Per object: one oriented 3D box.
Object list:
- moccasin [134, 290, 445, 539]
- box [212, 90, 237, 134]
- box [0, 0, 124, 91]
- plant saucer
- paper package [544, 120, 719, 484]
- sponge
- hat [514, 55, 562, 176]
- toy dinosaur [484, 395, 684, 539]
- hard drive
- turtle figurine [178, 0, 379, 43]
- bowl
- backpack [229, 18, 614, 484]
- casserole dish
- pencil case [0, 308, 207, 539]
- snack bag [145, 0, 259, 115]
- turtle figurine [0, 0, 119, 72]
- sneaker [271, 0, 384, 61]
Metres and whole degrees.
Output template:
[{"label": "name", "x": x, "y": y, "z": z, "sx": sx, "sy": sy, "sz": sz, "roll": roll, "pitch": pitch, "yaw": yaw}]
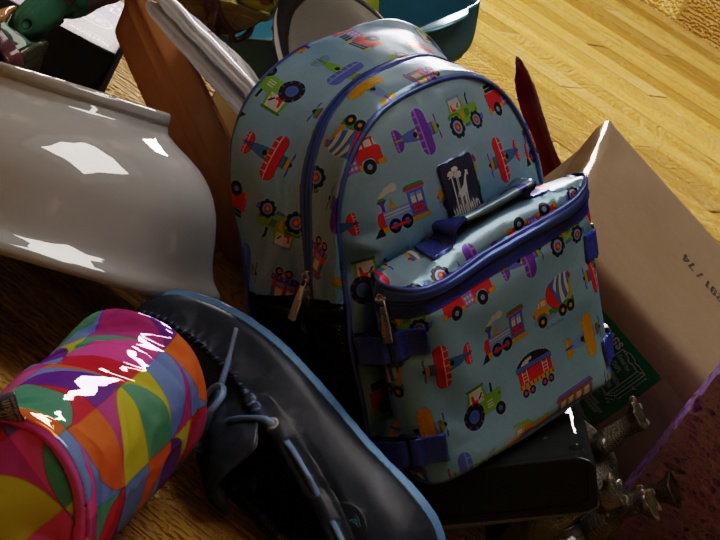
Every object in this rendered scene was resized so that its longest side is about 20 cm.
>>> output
[{"label": "moccasin", "x": -0.046, "y": 0.083, "z": 1.185, "sx": 0.200, "sy": 0.081, "sz": 0.068, "roll": 38, "pitch": 47, "yaw": 24}, {"label": "box", "x": -0.008, "y": -0.106, "z": 1.818, "sx": 0.199, "sy": 0.095, "sz": 0.078, "roll": 12, "pitch": 24, "yaw": -42}, {"label": "box", "x": -0.252, "y": -0.169, "z": 1.625, "sx": 0.199, "sy": 0.079, "sz": 0.141, "roll": 27, "pitch": 18, "yaw": -6}, {"label": "plant saucer", "x": -0.100, "y": -0.083, "z": 1.530, "sx": 0.200, "sy": 0.037, "sz": 0.201, "roll": 154, "pitch": -90, "yaw": -89}, {"label": "paper package", "x": 0.167, "y": 0.037, "z": 1.514, "sx": 0.200, "sy": 0.103, "sz": 0.191, "roll": 48, "pitch": 24, "yaw": -8}, {"label": "sponge", "x": 0.216, "y": 0.116, "z": 1.371, "sx": 0.111, "sy": 0.200, "sz": 0.030, "roll": 31, "pitch": 53, "yaw": 3}, {"label": "hat", "x": 0.174, "y": -0.005, "z": 1.656, "sx": 0.199, "sy": 0.177, "sz": 0.166, "roll": 15, "pitch": 20, "yaw": -40}, {"label": "toy dinosaur", "x": 0.108, "y": 0.124, "z": 1.343, "sx": 0.077, "sy": 0.102, "sz": 0.200, "roll": 58, "pitch": 28, "yaw": -15}, {"label": "hard drive", "x": 0.047, "y": 0.081, "z": 1.319, "sx": 0.139, "sy": 0.033, "sz": 0.200, "roll": -7, "pitch": 18, "yaw": 2}, {"label": "turtle figurine", "x": -0.080, "y": -0.179, "z": 1.590, "sx": 0.160, "sy": 0.065, "sz": 0.200, "roll": 10, "pitch": -8, "yaw": 30}, {"label": "bowl", "x": -0.155, "y": -0.052, "z": 1.302, "sx": 0.200, "sy": 0.091, "sz": 0.201, "roll": 18, "pitch": 2, "yaw": -1}, {"label": "backpack", "x": 0.027, "y": -0.018, "z": 1.245, "sx": 0.182, "sy": 0.201, "sz": 0.134, "roll": -23, "pitch": 23, "yaw": -39}, {"label": "casserole dish", "x": -0.008, "y": -0.154, "z": 1.660, "sx": 0.121, "sy": 0.039, "sz": 0.199, "roll": -26, "pitch": 26, "yaw": -38}, {"label": "pencil case", "x": -0.128, "y": 0.075, "z": 1.075, "sx": 0.088, "sy": 0.089, "sz": 0.200, "roll": 30, "pitch": 15, "yaw": 6}, {"label": "snack bag", "x": -0.032, "y": -0.065, "z": 1.424, "sx": 0.200, "sy": 0.021, "sz": 0.189, "roll": 50, "pitch": 3, "yaw": 18}, {"label": "turtle figurine", "x": -0.227, "y": -0.142, "z": 1.481, "sx": 0.149, "sy": 0.199, "sz": 0.101, "roll": 5, "pitch": -55, "yaw": 63}, {"label": "sneaker", "x": 0.017, "y": -0.088, "z": 1.495, "sx": 0.201, "sy": 0.074, "sz": 0.079, "roll": 59, "pitch": -10, "yaw": -8}]
